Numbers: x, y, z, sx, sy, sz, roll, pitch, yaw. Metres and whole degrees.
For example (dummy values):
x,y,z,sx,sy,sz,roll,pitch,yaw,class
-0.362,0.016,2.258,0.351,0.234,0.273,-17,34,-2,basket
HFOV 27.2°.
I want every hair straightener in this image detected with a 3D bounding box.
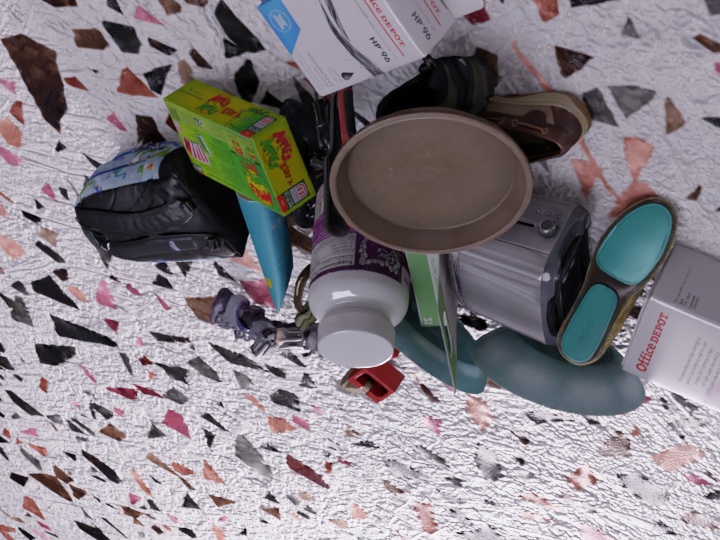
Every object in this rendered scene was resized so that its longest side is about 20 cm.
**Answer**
x,y,z,sx,sy,sz,roll,pitch,yaw,class
-0.035,-0.131,1.553,0.041,0.201,0.077,1,166,-42,hair straightener

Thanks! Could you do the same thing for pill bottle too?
x,y,z,sx,sy,sz,roll,pitch,yaw,class
0.000,0.000,1.630,0.112,0.201,0.112,2,149,1,pill bottle

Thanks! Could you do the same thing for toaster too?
x,y,z,sx,sy,sz,roll,pitch,yaw,class
0.173,-0.005,1.592,0.129,0.114,0.200,21,155,22,toaster

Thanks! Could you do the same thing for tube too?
x,y,z,sx,sy,sz,roll,pitch,yaw,class
-0.105,-0.036,1.770,0.050,0.078,0.200,10,143,17,tube

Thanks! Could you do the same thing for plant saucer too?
x,y,z,sx,sy,sz,roll,pitch,yaw,class
0.224,0.096,1.648,0.200,0.201,0.039,20,112,17,plant saucer
0.069,-0.090,1.454,0.199,0.030,0.201,2,141,1,plant saucer
0.076,0.066,1.737,0.200,0.200,0.027,37,107,-9,plant saucer

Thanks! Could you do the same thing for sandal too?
x,y,z,sx,sy,sz,roll,pitch,yaw,class
-0.054,0.024,1.807,0.057,0.080,0.201,47,156,0,sandal

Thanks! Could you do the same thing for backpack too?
x,y,z,sx,sy,sz,roll,pitch,yaw,class
-0.255,-0.081,1.837,0.199,0.154,0.163,-19,131,25,backpack

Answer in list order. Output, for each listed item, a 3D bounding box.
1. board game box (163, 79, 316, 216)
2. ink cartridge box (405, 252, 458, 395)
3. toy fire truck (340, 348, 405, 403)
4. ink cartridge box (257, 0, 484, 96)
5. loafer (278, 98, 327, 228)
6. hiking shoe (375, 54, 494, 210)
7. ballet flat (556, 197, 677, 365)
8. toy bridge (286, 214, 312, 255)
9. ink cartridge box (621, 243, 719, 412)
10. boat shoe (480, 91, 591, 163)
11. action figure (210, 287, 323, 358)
x,y,z,sx,sy,sz,roll,pitch,yaw,class
-0.136,-0.139,1.652,0.200,0.048,0.102,28,147,50,board game box
0.078,0.015,1.617,0.048,0.201,0.146,-2,138,12,ink cartridge box
0.014,0.105,1.827,0.049,0.141,0.200,38,154,-10,toy fire truck
0.008,-0.253,1.429,0.200,0.068,0.116,-14,120,49,ink cartridge box
-0.062,-0.120,1.688,0.071,0.068,0.201,58,165,27,loafer
0.045,-0.140,1.482,0.100,0.076,0.200,6,130,-36,hiking shoe
0.268,0.008,1.545,0.070,0.071,0.201,28,109,5,ballet flat
-0.086,-0.066,1.803,0.200,0.027,0.067,43,147,-19,toy bridge
0.388,0.077,1.546,0.199,0.084,0.145,24,146,12,ink cartridge box
0.133,-0.131,1.492,0.199,0.072,0.072,1,137,39,boat shoe
-0.106,0.082,1.954,0.200,0.070,0.130,18,-177,42,action figure
